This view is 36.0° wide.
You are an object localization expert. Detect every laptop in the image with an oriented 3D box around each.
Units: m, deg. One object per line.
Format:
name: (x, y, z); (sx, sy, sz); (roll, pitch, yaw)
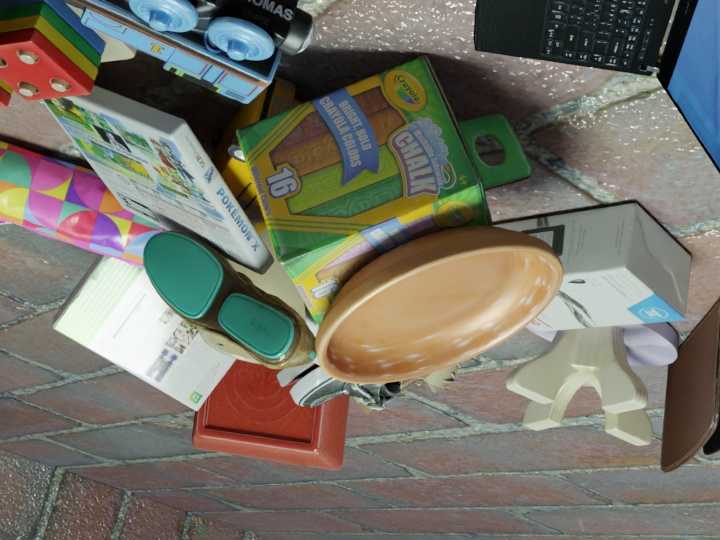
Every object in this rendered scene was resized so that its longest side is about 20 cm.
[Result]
laptop: (0.162, -0.135, 0.675); (0.199, 0.104, 0.177); (10, 157, 8)

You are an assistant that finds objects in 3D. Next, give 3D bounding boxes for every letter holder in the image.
letter holder: (0.385, 0.136, 1.142); (0.100, 0.143, 0.200); (11, 157, 5)

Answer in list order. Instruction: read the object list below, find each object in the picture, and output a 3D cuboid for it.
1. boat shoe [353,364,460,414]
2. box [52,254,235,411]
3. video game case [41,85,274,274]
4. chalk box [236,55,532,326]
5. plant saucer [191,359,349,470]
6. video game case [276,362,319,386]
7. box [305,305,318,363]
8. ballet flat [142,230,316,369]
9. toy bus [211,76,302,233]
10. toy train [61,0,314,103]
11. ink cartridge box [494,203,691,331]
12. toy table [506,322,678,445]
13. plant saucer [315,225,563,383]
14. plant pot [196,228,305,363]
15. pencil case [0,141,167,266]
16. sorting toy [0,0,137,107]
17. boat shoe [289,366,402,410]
boat shoe: (0.078, 0.098, 1.222); (0.199, 0.072, 0.076); (-25, 170, 5)
box: (-0.226, 0.053, 1.263); (0.200, 0.145, 0.036); (35, -172, -25)
video game case: (-0.181, -0.087, 0.960); (0.199, 0.022, 0.183); (25, 157, 36)
chalk box: (0.028, -0.066, 0.843); (0.199, 0.125, 0.124); (-23, 153, 1)
plant saucer: (-0.109, 0.125, 1.318); (0.199, 0.201, 0.037); (5, 176, 19)
video game case: (0.017, 0.071, 1.205); (0.199, 0.018, 0.143); (-20, 170, -25)
box: (0.000, 0.000, 1.011); (0.036, 0.145, 0.200); (28, 160, 9)
ballet flat: (-0.110, 0.030, 0.977); (0.200, 0.068, 0.072); (28, 177, 32)
toy bus: (-0.089, -0.093, 0.964); (0.078, 0.065, 0.200); (20, 157, -17)
toy train: (-0.131, -0.188, 0.743); (0.199, 0.087, 0.114); (21, 162, -19)
ink cartridge box: (0.190, 0.004, 1.036); (0.199, 0.067, 0.116); (-8, 150, 42)
toy table: (0.245, 0.102, 1.177); (0.199, 0.118, 0.184); (19, 157, -11)
plant saucer: (0.057, 0.024, 0.852); (0.199, 0.038, 0.200); (-17, 153, -9)
plant pot: (-0.103, 0.019, 1.148); (0.199, 0.135, 0.200); (12, 157, 5)
pencil case: (-0.293, -0.064, 1.125); (0.199, 0.089, 0.088); (15, 158, -7)
sorting toy: (-0.308, -0.196, 0.836); (0.198, 0.070, 0.200); (0, 155, 29)
boat shoe: (0.015, 0.110, 1.147); (0.199, 0.068, 0.074); (-28, 171, 22)
